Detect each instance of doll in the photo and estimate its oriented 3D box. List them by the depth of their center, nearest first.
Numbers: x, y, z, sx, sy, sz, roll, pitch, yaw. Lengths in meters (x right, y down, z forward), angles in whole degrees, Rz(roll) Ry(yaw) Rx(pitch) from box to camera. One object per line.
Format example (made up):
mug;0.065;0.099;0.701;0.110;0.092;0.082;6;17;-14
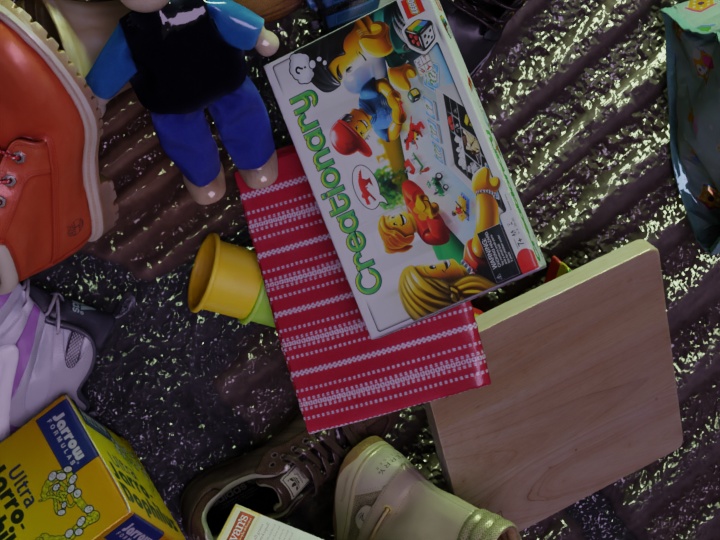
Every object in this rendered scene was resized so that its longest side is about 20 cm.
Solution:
doll;-0.115;-0.123;0.878;0.135;0.049;0.201;-16;142;1

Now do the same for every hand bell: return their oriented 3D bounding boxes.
hand bell;-0.121;-0.170;0.947;0.198;0.104;0.105;-20;109;-22

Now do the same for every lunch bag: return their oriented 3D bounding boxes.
lunch bag;0.330;-0.118;1.047;0.168;0.122;0.202;-18;116;-11

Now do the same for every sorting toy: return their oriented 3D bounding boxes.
sorting toy;0.138;0.087;1.052;0.198;0.070;0.200;-24;125;-12

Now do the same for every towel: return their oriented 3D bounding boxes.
towel;0.000;0.000;0.955;0.143;0.022;0.202;-17;87;18

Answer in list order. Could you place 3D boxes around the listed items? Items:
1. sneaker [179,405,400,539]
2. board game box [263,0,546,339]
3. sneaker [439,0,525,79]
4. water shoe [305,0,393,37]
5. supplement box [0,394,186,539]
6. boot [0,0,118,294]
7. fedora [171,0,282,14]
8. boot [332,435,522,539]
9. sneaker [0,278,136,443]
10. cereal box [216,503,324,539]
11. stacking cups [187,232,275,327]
sneaker;-0.046;0.153;1.044;0.199;0.076;0.071;-35;110;-3
board game box;0.029;-0.071;0.913;0.125;0.035;0.202;-24;86;17
sneaker;0.086;-0.199;0.967;0.074;0.106;0.202;25;97;-19
water shoe;-0.011;-0.194;0.963;0.078;0.072;0.202;16;105;-11
supplement box;-0.243;0.203;0.967;0.199;0.110;0.109;-38;151;-2
boot;-0.218;-0.071;0.854;0.107;0.075;0.201;-40;146;-29
fedora;-0.115;-0.254;0.906;0.198;0.082;0.204;0;90;-15
boot;0.051;0.241;1.039;0.072;0.154;0.202;-25;128;-42
sneaker;-0.230;0.021;0.967;0.138;0.078;0.202;-10;116;-13
cereal box;-0.005;0.248;0.985;0.198;0.145;0.040;21;58;14
stacking cups;-0.028;0.023;1.028;0.198;0.060;0.061;14;101;-22
